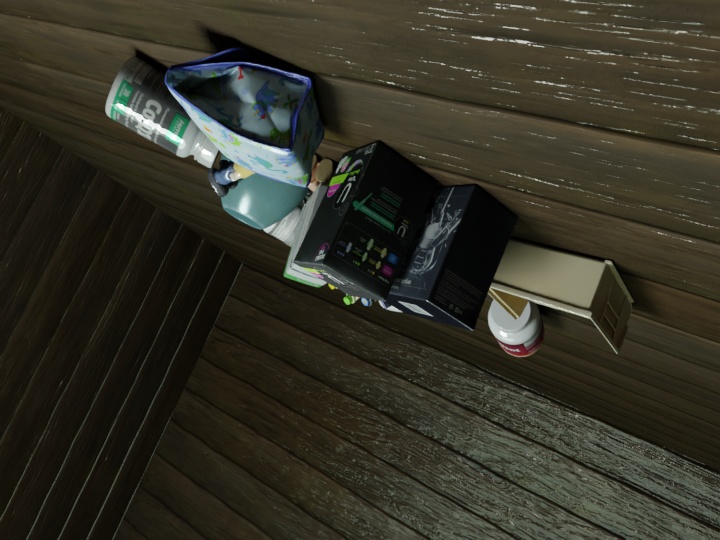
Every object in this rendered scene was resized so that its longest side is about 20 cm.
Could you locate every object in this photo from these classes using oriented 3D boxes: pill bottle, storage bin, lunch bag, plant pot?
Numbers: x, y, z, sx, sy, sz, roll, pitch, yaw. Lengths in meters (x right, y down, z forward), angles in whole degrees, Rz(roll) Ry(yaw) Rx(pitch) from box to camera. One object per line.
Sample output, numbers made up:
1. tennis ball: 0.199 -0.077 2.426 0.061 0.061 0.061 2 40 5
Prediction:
1. pill bottle: -0.161 -0.121 1.446 0.197 0.116 0.113 30 170 -21
2. pill bottle: 0.339 0.113 1.350 0.111 0.115 0.200 21 169 27
3. storage bin: 0.331 0.042 1.034 0.197 0.096 0.198 18 167 41
4. lunch bag: -0.159 -0.216 0.875 0.194 0.131 0.170 15 170 6
5. plant pot: -0.212 -0.167 1.265 0.196 0.138 0.200 26 171 4
6. pill bottle: -0.330 -0.272 1.083 0.196 0.116 0.113 28 171 -14

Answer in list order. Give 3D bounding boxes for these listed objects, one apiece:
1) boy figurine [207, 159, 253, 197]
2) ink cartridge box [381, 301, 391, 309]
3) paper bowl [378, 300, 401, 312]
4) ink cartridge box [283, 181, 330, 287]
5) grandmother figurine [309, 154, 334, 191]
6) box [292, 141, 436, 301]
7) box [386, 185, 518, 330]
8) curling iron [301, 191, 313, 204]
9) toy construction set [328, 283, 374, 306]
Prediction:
1. boy figurine: -0.180 -0.199 1.107 0.196 0.125 0.066 -16 113 30
2. ink cartridge box: 0.065 0.003 1.138 0.039 0.101 0.198 -31 176 37
3. paper bowl: 0.111 0.032 1.341 0.194 0.108 0.201 4 -175 0
4. ink cartridge box: -0.074 -0.059 1.132 0.081 0.151 0.200 18 170 -11
5. grandmother figurine: -0.063 -0.152 1.184 0.120 0.061 0.200 33 171 22
6. box: 0.004 -0.073 0.970 0.122 0.204 0.148 28 171 -22
7. box: 0.119 -0.025 0.976 0.103 0.186 0.198 30 169 -27
8. curling iron: -0.068 -0.112 1.400 0.049 0.026 0.201 -1 143 40
9. toy construction set: 0.000 0.000 1.223 0.132 0.091 0.200 52 160 9
